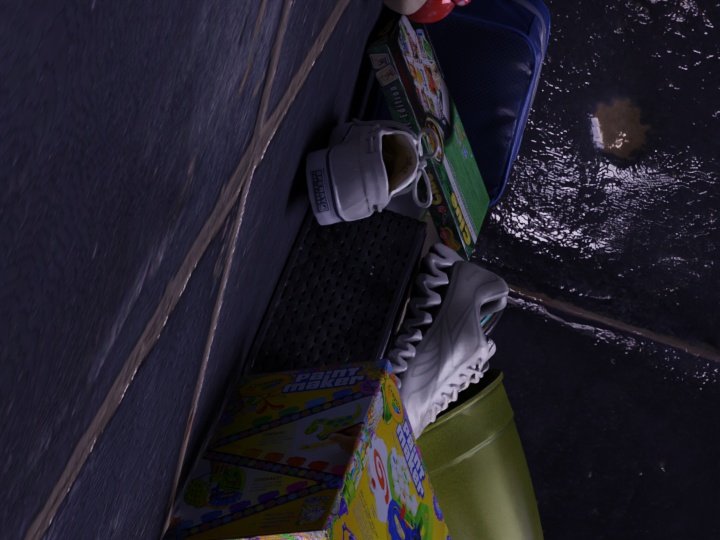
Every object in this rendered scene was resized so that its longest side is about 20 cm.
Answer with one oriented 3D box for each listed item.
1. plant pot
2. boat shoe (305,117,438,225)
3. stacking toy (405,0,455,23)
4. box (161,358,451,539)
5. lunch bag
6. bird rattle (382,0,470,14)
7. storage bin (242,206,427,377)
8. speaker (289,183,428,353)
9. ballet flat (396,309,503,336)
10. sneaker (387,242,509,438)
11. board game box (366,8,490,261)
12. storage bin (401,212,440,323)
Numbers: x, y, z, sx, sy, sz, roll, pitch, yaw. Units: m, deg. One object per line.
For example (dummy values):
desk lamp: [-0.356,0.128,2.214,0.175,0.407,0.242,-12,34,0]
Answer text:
plant pot: [0.072,0.215,1.791,0.194,0.199,0.200,64,9,-4]
boat shoe: [0.018,-0.078,1.541,0.202,0.085,0.075,-33,113,-79]
stacking toy: [0.081,-0.275,1.718,0.086,0.085,0.201,103,10,-53]
box: [-0.026,0.203,1.461,0.193,0.121,0.201,-65,142,-54]
lunch bag: [0.088,-0.170,1.854,0.132,0.135,0.202,-64,170,-66]
bird rattle: [0.055,-0.258,1.541,0.163,0.112,0.200,-53,178,-40]
storage bin: [-0.024,0.054,1.624,0.136,0.093,0.201,103,7,-53]
speaker: [0.000,0.000,1.771,0.088,0.088,0.202,-51,159,-79]
ballet flat: [0.041,0.087,1.743,0.199,0.073,0.073,-33,158,-25]
sneaker: [0.060,0.076,1.654,0.075,0.080,0.201,104,7,-67]
board game box: [0.058,-0.116,1.722,0.105,0.023,0.201,-68,140,-59]
storage bin: [0.034,0.045,2.021,0.201,0.093,0.200,-92,-167,-55]
